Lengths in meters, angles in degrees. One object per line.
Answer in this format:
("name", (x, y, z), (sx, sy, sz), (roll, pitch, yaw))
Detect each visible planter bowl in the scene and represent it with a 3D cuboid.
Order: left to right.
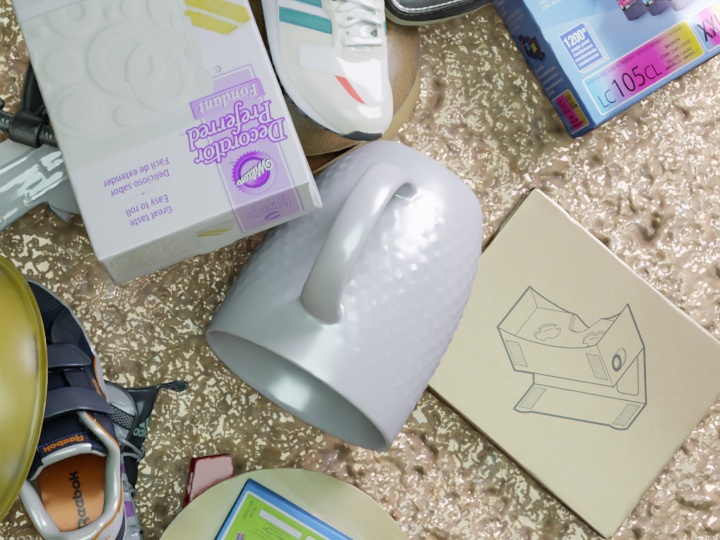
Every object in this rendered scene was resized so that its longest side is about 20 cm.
("planter bowl", (-0.289, 0.079, 1.485), (0.083, 0.200, 0.202), (12, 82, -41))

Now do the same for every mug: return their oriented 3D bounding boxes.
("mug", (0.000, 0.000, 1.549), (0.147, 0.200, 0.176), (29, 75, 12))

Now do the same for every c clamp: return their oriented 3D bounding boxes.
("c clamp", (-0.155, -0.097, 1.539), (0.199, 0.027, 0.172), (12, 73, 9))

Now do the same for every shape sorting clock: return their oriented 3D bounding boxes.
("shape sorting clock", (-0.050, 0.231, 1.549), (0.199, 0.039, 0.201), (4, 75, -16))

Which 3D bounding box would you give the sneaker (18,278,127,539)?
("sneaker", (-0.197, 0.092, 1.504), (0.078, 0.079, 0.201), (-20, 78, -7))

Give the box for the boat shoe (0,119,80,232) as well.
("boat shoe", (-0.213, -0.064, 1.582), (0.199, 0.072, 0.069), (-29, 93, -11))

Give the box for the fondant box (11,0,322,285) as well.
("fondant box", (-0.125, -0.110, 1.495), (0.144, 0.058, 0.201), (-20, 72, 0))

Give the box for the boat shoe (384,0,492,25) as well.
("boat shoe", (0.103, -0.227, 1.579), (0.200, 0.066, 0.072), (-23, 90, -6))

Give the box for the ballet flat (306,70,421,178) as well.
("ballet flat", (-0.036, -0.090, 1.618), (0.200, 0.063, 0.069), (-35, 92, -11))

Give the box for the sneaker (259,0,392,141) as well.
("sneaker", (-0.016, -0.184, 1.530), (0.070, 0.093, 0.201), (1, 59, -34))

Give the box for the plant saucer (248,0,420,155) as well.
("plant saucer", (-0.052, -0.173, 1.599), (0.199, 0.035, 0.201), (5, 61, -10))

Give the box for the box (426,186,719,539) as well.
("box", (0.148, 0.064, 1.656), (0.200, 0.021, 0.164), (40, 80, -3))

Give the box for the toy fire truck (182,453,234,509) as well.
("toy fire truck", (-0.047, 0.223, 1.596), (0.140, 0.049, 0.201), (-3, 86, -9))

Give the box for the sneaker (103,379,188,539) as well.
("sneaker", (-0.160, 0.132, 1.570), (0.140, 0.078, 0.200), (-42, 93, -10))

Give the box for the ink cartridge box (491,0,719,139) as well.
("ink cartridge box", (0.161, -0.214, 1.658), (0.136, 0.076, 0.201), (-31, 89, -11))
